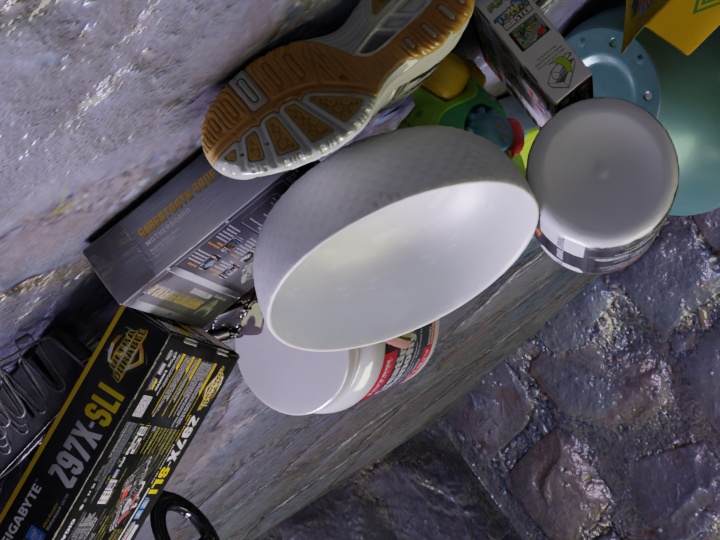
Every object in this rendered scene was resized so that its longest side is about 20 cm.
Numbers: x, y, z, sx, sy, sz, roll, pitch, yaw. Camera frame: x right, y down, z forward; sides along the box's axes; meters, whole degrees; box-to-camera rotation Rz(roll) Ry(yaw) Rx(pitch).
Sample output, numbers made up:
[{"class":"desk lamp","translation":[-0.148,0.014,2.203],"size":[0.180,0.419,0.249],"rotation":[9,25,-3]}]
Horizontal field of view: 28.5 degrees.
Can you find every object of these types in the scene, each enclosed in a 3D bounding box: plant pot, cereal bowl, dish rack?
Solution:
[{"class":"plant pot","translation":[0.254,-0.150,1.284],"size":[0.160,0.202,0.201],"rotation":[-3,147,-49]},{"class":"cereal bowl","translation":[0.015,-0.032,0.961],"size":[0.198,0.084,0.201],"rotation":[-21,155,-10]},{"class":"dish rack","translation":[-0.283,0.119,0.997],"size":[0.153,0.055,0.200],"rotation":[-45,173,31]}]

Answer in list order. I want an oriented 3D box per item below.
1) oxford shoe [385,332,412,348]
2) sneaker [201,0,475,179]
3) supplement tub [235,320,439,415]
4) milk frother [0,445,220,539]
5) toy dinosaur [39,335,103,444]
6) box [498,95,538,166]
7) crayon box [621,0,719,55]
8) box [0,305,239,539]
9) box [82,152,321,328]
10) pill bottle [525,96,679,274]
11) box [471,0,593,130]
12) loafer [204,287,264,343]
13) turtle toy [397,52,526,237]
[{"class":"oxford shoe","translation":[0.000,0.000,1.207],"size":[0.074,0.071,0.200],"rotation":[-51,137,-6]},{"class":"sneaker","translation":[-0.010,-0.112,0.892],"size":[0.199,0.076,0.088],"rotation":[-35,168,-12]},{"class":"supplement tub","translation":[-0.020,0.060,1.389],"size":[0.140,0.141,0.200],"rotation":[-42,168,25]},{"class":"milk frother","translation":[-0.254,0.260,1.321],"size":[0.188,0.200,0.180],"rotation":[-45,170,37]},{"class":"toy dinosaur","translation":[-0.222,0.100,1.149],"size":[0.101,0.058,0.200],"rotation":[-40,-166,16]},{"class":"box","translation":[0.111,-0.109,1.354],"size":[0.199,0.048,0.122],"rotation":[-25,163,-47]},{"class":"crayon box","translation":[0.289,-0.263,1.135],"size":[0.200,0.051,0.128],"rotation":[-47,-160,44]},{"class":"box","translation":[-0.179,0.130,1.055],"size":[0.201,0.049,0.160],"rotation":[-60,166,-1]},{"class":"box","translation":[-0.094,-0.032,1.021],"size":[0.158,0.048,0.200],"rotation":[-38,169,4]},{"class":"pill bottle","translation":[0.176,-0.054,1.055],"size":[0.106,0.107,0.200],"rotation":[-37,169,1]},{"class":"box","translation":[0.130,-0.154,1.072],"size":[0.035,0.110,0.200],"rotation":[-37,170,4]},{"class":"loafer","translation":[-0.086,0.023,1.230],"size":[0.199,0.063,0.072],"rotation":[-32,168,-26]},{"class":"turtle toy","translation":[0.074,-0.084,1.102],"size":[0.147,0.101,0.200],"rotation":[-59,169,12]}]
